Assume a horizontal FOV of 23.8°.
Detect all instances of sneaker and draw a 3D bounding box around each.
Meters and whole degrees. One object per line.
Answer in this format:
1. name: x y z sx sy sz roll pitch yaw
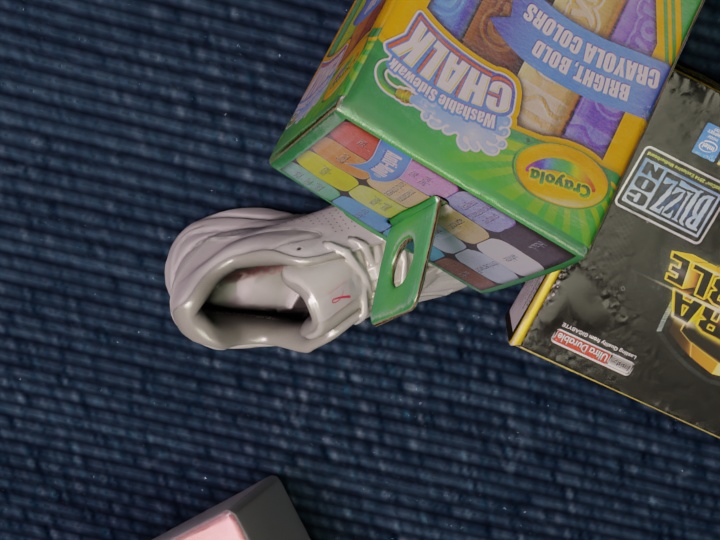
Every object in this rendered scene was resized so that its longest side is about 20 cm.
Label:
1. sneaker: 0.000 0.000 0.824 0.199 0.099 0.078 -19 109 6

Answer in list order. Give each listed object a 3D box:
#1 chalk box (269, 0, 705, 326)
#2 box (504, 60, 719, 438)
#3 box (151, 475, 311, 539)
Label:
1. chalk box: 0.046 -0.072 0.742 0.124 0.124 0.200 31 74 -11
2. box: 0.196 0.003 0.857 0.200 0.049 0.160 25 106 -9
3. box: -0.072 0.233 0.874 0.152 0.106 0.200 -29 88 9
